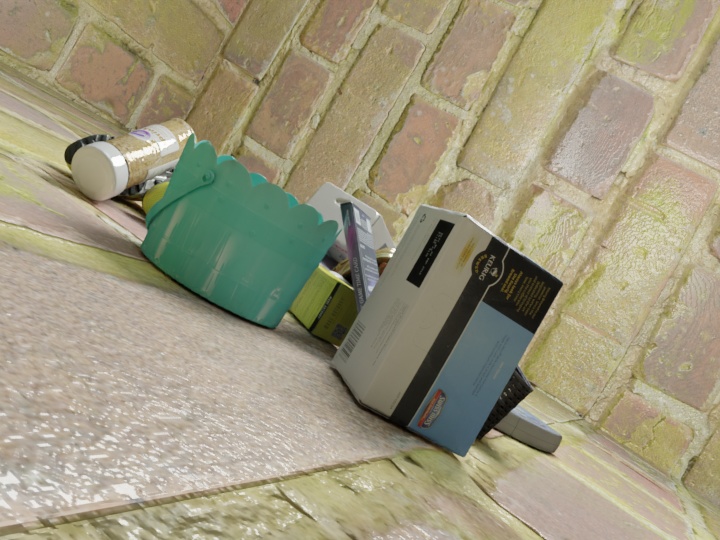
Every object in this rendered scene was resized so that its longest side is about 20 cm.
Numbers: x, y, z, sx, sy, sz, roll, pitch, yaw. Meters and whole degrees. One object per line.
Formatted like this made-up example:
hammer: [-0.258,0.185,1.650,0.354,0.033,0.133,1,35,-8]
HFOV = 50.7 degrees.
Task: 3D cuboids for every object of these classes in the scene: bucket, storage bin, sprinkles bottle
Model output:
bucket: [-0.134,-0.042,0.834,0.205,0.136,0.207,32,1,-1]
storage bin: [0.136,0.116,0.992,0.135,0.094,0.200,47,6,-3]
sprinkles bottle: [-0.293,-0.151,1.005,0.067,0.069,0.200,30,28,6]

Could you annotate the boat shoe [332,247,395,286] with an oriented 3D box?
boat shoe: [0.000,0.000,1.168,0.073,0.068,0.199,30,-34,-25]

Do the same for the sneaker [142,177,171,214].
sneaker: [-0.203,-0.062,1.003,0.196,0.079,0.091,16,37,7]

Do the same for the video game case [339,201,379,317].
video game case: [0.011,0.028,0.917,0.019,0.205,0.143,-9,-5,8]

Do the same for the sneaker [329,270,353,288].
sneaker: [0.018,0.081,1.109,0.198,0.071,0.109,34,6,-26]

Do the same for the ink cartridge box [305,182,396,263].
ink cartridge box: [-0.010,-0.041,1.339,0.147,0.086,0.201,33,-16,35]

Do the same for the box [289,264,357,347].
box: [-0.065,0.030,1.035,0.050,0.076,0.199,31,1,-30]

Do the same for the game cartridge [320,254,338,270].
game cartridge: [-0.130,-0.052,1.266,0.198,0.039,0.130,34,14,2]

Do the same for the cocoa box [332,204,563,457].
cocoa box: [0.084,0.056,0.774,0.130,0.203,0.133,30,1,-18]

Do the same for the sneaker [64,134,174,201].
sneaker: [-0.344,-0.135,1.094,0.089,0.080,0.198,-5,-13,36]

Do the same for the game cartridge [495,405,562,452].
game cartridge: [0.233,0.229,1.196,0.199,0.042,0.132,30,-2,-42]

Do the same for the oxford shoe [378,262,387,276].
oxford shoe: [0.072,0.031,0.999,0.073,0.072,0.200,20,5,-16]
